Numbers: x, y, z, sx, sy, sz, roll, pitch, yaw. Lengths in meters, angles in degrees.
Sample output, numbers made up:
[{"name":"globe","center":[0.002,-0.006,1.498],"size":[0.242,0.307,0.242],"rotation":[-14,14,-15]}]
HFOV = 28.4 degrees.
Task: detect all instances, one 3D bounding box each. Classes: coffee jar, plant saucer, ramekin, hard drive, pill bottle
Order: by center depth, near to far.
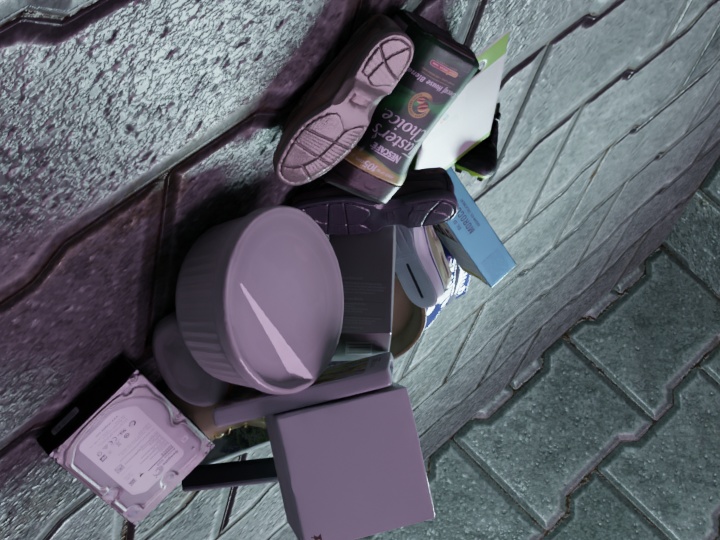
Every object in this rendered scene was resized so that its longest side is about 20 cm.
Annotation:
[{"name":"coffee jar","center":[0.034,-0.171,1.530],"size":[0.104,0.085,0.201],"rotation":[20,111,-38]},{"name":"ramekin","center":[-0.113,0.033,1.531],"size":[0.094,0.204,0.202],"rotation":[-4,-167,36]},{"name":"hard drive","center":[-0.269,0.202,1.660],"size":[0.140,0.038,0.200],"rotation":[-44,141,-8]},{"name":"pill bottle","center":[-0.139,0.067,1.665],"size":[0.200,0.116,0.117],"rotation":[-33,160,-45]},{"name":"hard drive","center":[-0.118,0.256,1.825],"size":[0.198,0.033,0.140],"rotation":[-7,172,7]},{"name":"plant saucer","center":[-0.009,0.057,1.934],"size":[0.030,0.199,0.201],"rotation":[-92,-156,-46]}]

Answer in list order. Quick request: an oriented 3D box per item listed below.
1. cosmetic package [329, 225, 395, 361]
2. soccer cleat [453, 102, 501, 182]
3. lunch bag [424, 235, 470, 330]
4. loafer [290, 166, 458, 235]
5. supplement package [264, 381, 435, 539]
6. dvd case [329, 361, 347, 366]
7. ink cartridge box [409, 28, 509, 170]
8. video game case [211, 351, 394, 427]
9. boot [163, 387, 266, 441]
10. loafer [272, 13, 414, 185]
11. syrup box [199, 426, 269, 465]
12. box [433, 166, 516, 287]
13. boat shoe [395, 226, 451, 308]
[{"name":"cosmetic package","center":[0.000,0.000,1.729],"size":[0.089,0.202,0.107],"rotation":[0,156,-1]},{"name":"soccer cleat","center":[0.152,-0.179,1.852],"size":[0.200,0.067,0.082],"rotation":[-81,-167,-65]},{"name":"lunch bag","center":[0.082,-0.019,2.003],"size":[0.132,0.136,0.200],"rotation":[-41,161,-24]},{"name":"loafer","center":[0.014,-0.085,1.675],"size":[0.198,0.063,0.072],"rotation":[-3,145,-4]},{"name":"supplement package","center":[-0.019,0.214,1.627],"size":[0.149,0.153,0.200],"rotation":[-13,-178,-9]},{"name":"dvd case","center":[-0.085,0.082,1.787],"size":[0.200,0.149,0.016],"rotation":[-34,176,-38]},{"name":"ink cartridge box","center":[0.095,-0.205,1.695],"size":[0.148,0.076,0.201],"rotation":[-39,158,-24]},{"name":"video game case","center":[-0.060,0.133,1.621],"size":[0.198,0.023,0.182],"rotation":[-14,-178,3]},{"name":"boot","center":[-0.159,0.193,1.788],"size":[0.156,0.200,0.073],"rotation":[-47,-169,6]},{"name":"loafer","center":[-0.023,-0.177,1.473],"size":[0.072,0.063,0.200],"rotation":[28,111,-39]},{"name":"syrup box","center":[-0.146,0.195,1.878],"size":[0.199,0.079,0.081],"rotation":[-20,171,12]},{"name":"box","center":[0.121,-0.073,1.856],"size":[0.049,0.082,0.200],"rotation":[-41,120,-8]},{"name":"boat shoe","center":[0.063,-0.048,1.853],"size":[0.072,0.201,0.062],"rotation":[-6,-154,33]}]
